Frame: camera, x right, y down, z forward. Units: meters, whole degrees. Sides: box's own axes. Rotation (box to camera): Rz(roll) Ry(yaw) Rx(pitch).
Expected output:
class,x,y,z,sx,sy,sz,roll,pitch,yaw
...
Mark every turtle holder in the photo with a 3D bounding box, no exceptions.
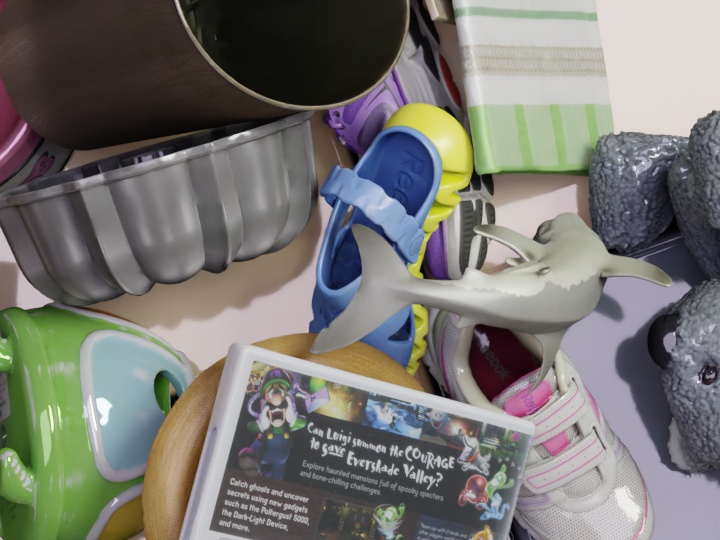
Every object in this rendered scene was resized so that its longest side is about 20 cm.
class,x,y,z,sx,sy,sz,roll,pitch,yaw
turtle holder,-0.159,0.107,1.595,0.131,0.141,0.186,-4,48,-21

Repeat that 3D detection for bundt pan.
class,x,y,z,sx,sy,sz,roll,pitch,yaw
bundt pan,-0.113,-0.033,1.590,0.201,0.202,0.076,-16,97,-1

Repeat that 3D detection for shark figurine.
class,x,y,z,sx,sy,sz,roll,pitch,yaw
shark figurine,0.085,0.027,1.546,0.128,0.214,0.090,26,115,37

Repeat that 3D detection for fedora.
class,x,y,z,sx,sy,sz,roll,pitch,yaw
fedora,-0.045,0.127,1.570,0.200,0.082,0.202,-2,94,-29

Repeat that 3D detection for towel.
class,x,y,z,sx,sy,sz,roll,pitch,yaw
towel,0.093,-0.155,1.634,0.031,0.149,0.201,-10,86,37

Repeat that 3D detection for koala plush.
class,x,y,z,sx,sy,sz,roll,pitch,yaw
koala plush,0.234,0.026,1.597,0.183,0.177,0.201,11,82,-23

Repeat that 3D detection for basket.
class,x,y,z,sx,sy,sz,roll,pitch,yaw
basket,-0.105,-0.140,1.558,0.199,0.180,0.137,-12,84,44

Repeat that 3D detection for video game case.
class,x,y,z,sx,sy,sz,roll,pitch,yaw
video game case,-0.008,0.151,1.529,0.199,0.023,0.183,16,88,-29

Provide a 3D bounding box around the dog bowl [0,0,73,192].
class,x,y,z,sx,sy,sz,roll,pitch,yaw
dog bowl,-0.265,-0.121,1.653,0.199,0.074,0.201,0,85,1

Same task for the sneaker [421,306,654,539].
class,x,y,z,sx,sy,sz,roll,pitch,yaw
sneaker,0.103,0.093,1.627,0.081,0.088,0.200,-38,86,-4

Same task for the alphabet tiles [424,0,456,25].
class,x,y,z,sx,sy,sz,roll,pitch,yaw
alphabet tiles,0.024,-0.238,1.620,0.006,0.166,0.201,-21,85,16

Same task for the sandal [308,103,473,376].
class,x,y,z,sx,sy,sz,roll,pitch,yaw
sandal,0.000,0.000,1.605,0.079,0.087,0.201,25,120,27

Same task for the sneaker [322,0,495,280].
class,x,y,z,sx,sy,sz,roll,pitch,yaw
sneaker,0.022,-0.084,1.661,0.083,0.081,0.201,-23,82,19
